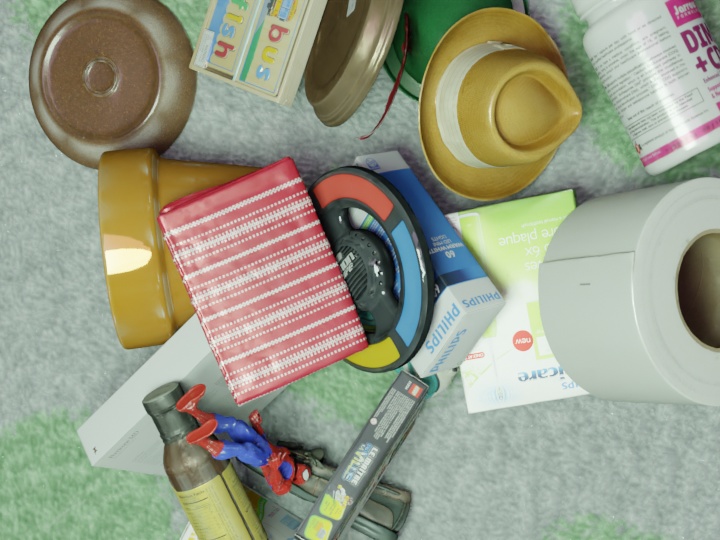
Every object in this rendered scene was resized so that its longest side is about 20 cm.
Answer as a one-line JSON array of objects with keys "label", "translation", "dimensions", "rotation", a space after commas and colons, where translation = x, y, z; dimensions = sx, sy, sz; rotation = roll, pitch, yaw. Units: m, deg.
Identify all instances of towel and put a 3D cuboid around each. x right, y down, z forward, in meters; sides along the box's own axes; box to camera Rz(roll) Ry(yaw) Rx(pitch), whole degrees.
[{"label": "towel", "translation": [-0.092, 0.008, 1.170], "dimensions": [0.143, 0.022, 0.202], "rotation": [-23, 93, -7]}]

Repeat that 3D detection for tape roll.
[{"label": "tape roll", "translation": [0.285, 0.023, 1.149], "dimensions": [0.200, 0.139, 0.206], "rotation": [2, 86, -29]}]

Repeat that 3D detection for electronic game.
[{"label": "electronic game", "translation": [0.000, 0.000, 1.191], "dimensions": [0.199, 0.041, 0.203], "rotation": [20, 117, 47]}]

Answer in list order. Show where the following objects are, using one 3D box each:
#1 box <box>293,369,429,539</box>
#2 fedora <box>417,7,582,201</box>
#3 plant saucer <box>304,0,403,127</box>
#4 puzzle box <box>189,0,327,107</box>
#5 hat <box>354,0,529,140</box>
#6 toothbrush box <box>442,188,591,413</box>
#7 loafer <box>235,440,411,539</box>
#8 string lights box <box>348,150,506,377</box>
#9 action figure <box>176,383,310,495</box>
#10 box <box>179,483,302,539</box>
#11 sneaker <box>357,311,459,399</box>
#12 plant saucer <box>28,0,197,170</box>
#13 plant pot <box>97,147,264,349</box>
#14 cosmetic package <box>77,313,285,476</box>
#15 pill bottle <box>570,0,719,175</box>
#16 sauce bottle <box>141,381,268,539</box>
[{"label": "box", "translation": [-0.001, 0.204, 1.232], "dimensions": [0.034, 0.110, 0.201], "rotation": [30, 63, 9]}, {"label": "fedora", "translation": [0.148, -0.156, 1.186], "dimensions": [0.081, 0.199, 0.204], "rotation": [18, 100, 52]}, {"label": "plant saucer", "translation": [-0.009, -0.241, 1.211], "dimensions": [0.029, 0.200, 0.203], "rotation": [17, 98, -20]}, {"label": "puzzle box", "translation": [-0.095, -0.285, 1.283], "dimensions": [0.132, 0.025, 0.203], "rotation": [23, 98, 30]}, {"label": "hat", "translation": [0.078, -0.237, 1.198], "dimensions": [0.163, 0.176, 0.203], "rotation": [-7, 93, 12]}, {"label": "toothbrush box", "translation": [0.164, 0.029, 1.248], "dimensions": [0.143, 0.086, 0.203], "rotation": [-10, 93, 12]}, {"label": "loafer", "translation": [-0.039, 0.221, 1.318], "dimensions": [0.198, 0.072, 0.063], "rotation": [30, 79, 1]}, {"label": "string lights box", "translation": [0.047, -0.008, 1.213], "dimensions": [0.201, 0.058, 0.103], "rotation": [56, 137, 24]}, {"label": "action figure", "translation": [-0.102, 0.172, 1.201], "dimensions": [0.051, 0.200, 0.066], "rotation": [-36, 53, 6]}, {"label": "box", "translation": [-0.093, 0.322, 1.305], "dimensions": [0.198, 0.112, 0.102], "rotation": [30, 99, 9]}, {"label": "sneaker", "translation": [0.015, 0.054, 1.287], "dimensions": [0.080, 0.077, 0.200], "rotation": [-44, 83, 23]}, {"label": "plant saucer", "translation": [-0.277, -0.210, 1.343], "dimensions": [0.197, 0.037, 0.204], "rotation": [1, 95, 10]}, {"label": "plant pot", "translation": [-0.162, -0.030, 1.265], "dimensions": [0.180, 0.200, 0.203], "rotation": [-6, 93, -4]}, {"label": "cosmetic package", "translation": [-0.172, 0.131, 1.277], "dimensions": [0.200, 0.150, 0.052], "rotation": [-43, 60, 16]}, {"label": "pill bottle", "translation": [0.285, -0.205, 1.192], "dimensions": [0.112, 0.113, 0.202], "rotation": [-28, 89, 12]}, {"label": "sauce bottle", "translation": [-0.151, 0.204, 1.200], "dimensions": [0.064, 0.065, 0.202], "rotation": [-20, 103, 12]}]
